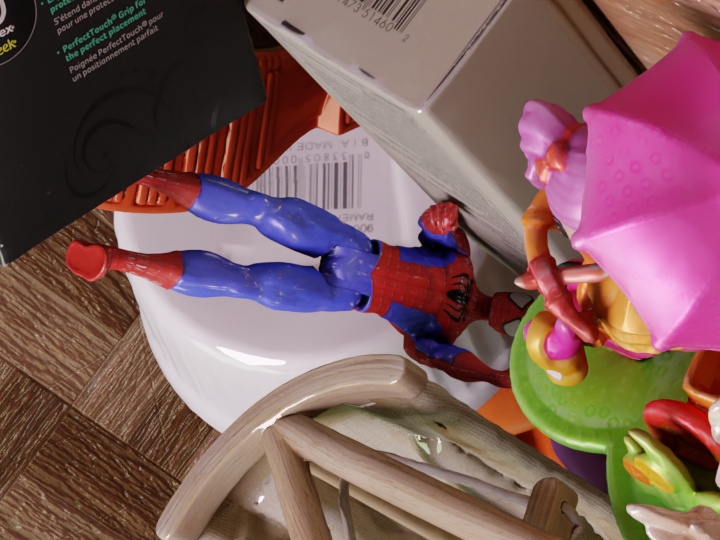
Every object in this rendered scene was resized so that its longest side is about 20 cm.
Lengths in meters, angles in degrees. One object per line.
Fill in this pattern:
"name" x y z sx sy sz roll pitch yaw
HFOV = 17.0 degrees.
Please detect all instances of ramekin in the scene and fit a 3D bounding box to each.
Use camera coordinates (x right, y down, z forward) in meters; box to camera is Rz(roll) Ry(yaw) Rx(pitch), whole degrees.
"ramekin" -0.015 -0.023 1.088 0.200 0.201 0.098 35 168 21

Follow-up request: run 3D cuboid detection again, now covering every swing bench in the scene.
"swing bench" 0.062 0.136 0.914 0.199 0.130 0.200 32 -170 -41

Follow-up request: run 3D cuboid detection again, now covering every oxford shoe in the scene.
"oxford shoe" -0.059 -0.079 0.982 0.072 0.071 0.200 38 -139 28

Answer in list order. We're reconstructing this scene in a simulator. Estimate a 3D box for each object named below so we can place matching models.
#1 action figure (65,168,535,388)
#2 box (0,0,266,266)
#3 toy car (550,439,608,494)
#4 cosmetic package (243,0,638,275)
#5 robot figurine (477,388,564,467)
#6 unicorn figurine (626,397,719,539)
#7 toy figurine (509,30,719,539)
"action figure" 0.000 0.000 0.915 0.199 0.066 0.099 14 176 -32
"box" -0.140 -0.134 0.841 0.148 0.124 0.201 31 147 44
"toy car" 0.150 0.104 1.083 0.150 0.200 0.175 44 -172 -28
"cosmetic package" 0.055 -0.057 0.901 0.103 0.073 0.200 35 176 38
"robot figurine" 0.047 0.020 1.191 0.117 0.143 0.201 -5 -104 -79
"unicorn figurine" 0.173 0.072 0.685 0.074 0.199 0.138 -90 -4 -46
"toy figurine" 0.106 -0.003 0.747 0.200 0.150 0.184 25 159 36
